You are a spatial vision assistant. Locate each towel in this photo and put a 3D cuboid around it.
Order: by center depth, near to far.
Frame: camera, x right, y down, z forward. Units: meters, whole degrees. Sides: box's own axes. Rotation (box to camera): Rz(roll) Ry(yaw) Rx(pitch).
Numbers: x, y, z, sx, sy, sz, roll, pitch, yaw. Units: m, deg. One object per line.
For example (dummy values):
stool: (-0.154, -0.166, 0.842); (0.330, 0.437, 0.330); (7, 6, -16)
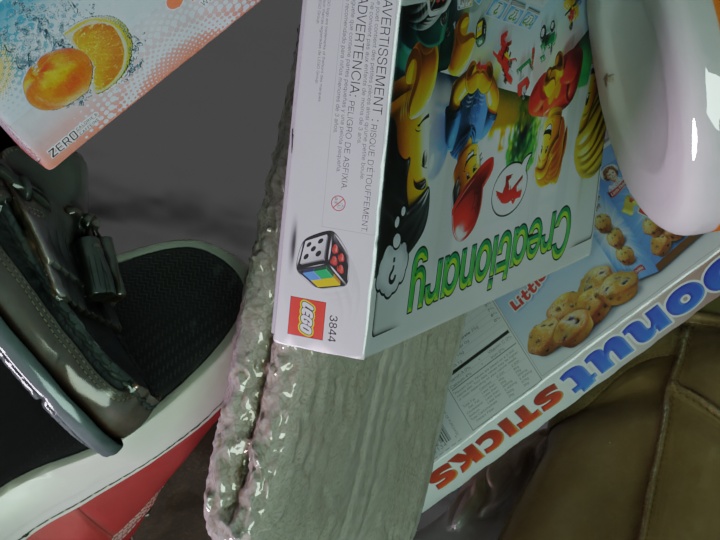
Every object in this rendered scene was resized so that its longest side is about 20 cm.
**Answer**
towel: (0.000, 0.000, 0.976); (0.034, 0.132, 0.201); (10, 84, 25)

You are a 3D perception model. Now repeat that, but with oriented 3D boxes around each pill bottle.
pill bottle: (0.182, -0.082, 0.952); (0.199, 0.110, 0.110); (-11, 119, -10)

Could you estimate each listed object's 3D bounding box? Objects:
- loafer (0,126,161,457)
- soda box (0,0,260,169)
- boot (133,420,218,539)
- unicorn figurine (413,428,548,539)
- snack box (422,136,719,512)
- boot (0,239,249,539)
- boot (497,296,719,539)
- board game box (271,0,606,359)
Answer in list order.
loafer: (-0.119, -0.034, 0.932); (0.063, 0.200, 0.072); (-39, 162, 0)
soda box: (-0.046, -0.125, 0.882); (0.200, 0.064, 0.068); (-39, 138, 0)
boot: (-0.134, 0.085, 1.042); (0.166, 0.072, 0.200); (33, 102, -24)
unicorn figurine: (0.028, 0.127, 1.083); (0.199, 0.138, 0.074); (-3, 152, 3)
snack box: (0.082, -0.001, 1.047); (0.200, 0.072, 0.024); (-37, 139, 7)
boot: (-0.094, 0.088, 1.002); (0.200, 0.072, 0.144); (-41, 143, -5)
boot: (0.127, 0.102, 1.019); (0.174, 0.201, 0.066); (5, 144, 21)
board game box: (0.033, -0.053, 0.938); (0.034, 0.200, 0.127); (11, 104, 22)
